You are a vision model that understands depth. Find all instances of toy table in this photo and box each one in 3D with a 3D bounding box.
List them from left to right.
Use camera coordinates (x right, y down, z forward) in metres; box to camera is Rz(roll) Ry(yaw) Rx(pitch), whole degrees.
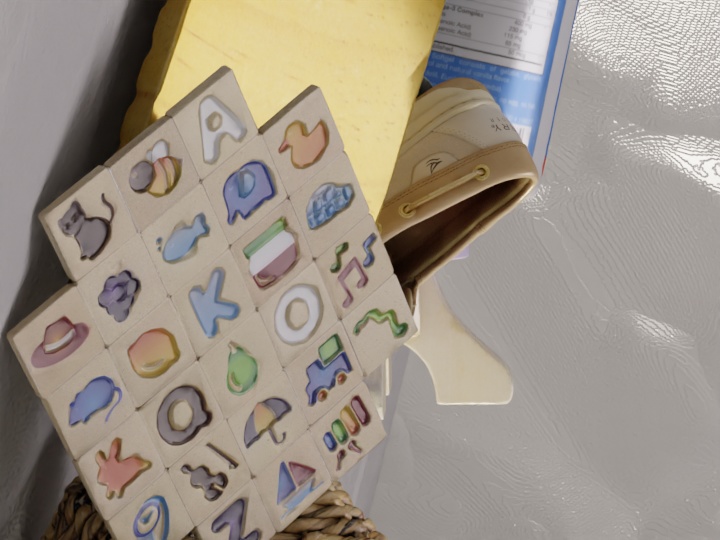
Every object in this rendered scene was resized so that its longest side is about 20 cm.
[{"bbox_3d":[0.006,0.029,1.908,0.200,0.183,0.118,-15,104,-75],"label":"toy table"}]

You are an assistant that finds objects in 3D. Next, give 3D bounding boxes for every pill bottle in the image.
[{"bbox_3d":[0.058,-0.145,1.520,0.112,0.112,0.201,-27,129,-84],"label":"pill bottle"}]

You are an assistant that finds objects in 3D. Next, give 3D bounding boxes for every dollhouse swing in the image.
[{"bbox_3d":[-0.079,-0.058,1.282,0.181,0.175,0.201,31,71,-42],"label":"dollhouse swing"}]

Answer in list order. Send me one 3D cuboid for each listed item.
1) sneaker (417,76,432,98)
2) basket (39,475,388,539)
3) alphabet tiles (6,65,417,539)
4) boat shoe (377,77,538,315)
[{"bbox_3d":[-0.049,-0.040,1.423,0.200,0.089,0.077,-50,143,16],"label":"sneaker"},{"bbox_3d":[-0.065,0.186,1.301,0.142,0.149,0.201,-20,143,-29],"label":"basket"},{"bbox_3d":[-0.055,0.025,1.177,0.166,0.006,0.201,-41,130,-23],"label":"alphabet tiles"},{"bbox_3d":[0.000,0.000,1.366,0.200,0.069,0.074,-45,152,9],"label":"boat shoe"}]
